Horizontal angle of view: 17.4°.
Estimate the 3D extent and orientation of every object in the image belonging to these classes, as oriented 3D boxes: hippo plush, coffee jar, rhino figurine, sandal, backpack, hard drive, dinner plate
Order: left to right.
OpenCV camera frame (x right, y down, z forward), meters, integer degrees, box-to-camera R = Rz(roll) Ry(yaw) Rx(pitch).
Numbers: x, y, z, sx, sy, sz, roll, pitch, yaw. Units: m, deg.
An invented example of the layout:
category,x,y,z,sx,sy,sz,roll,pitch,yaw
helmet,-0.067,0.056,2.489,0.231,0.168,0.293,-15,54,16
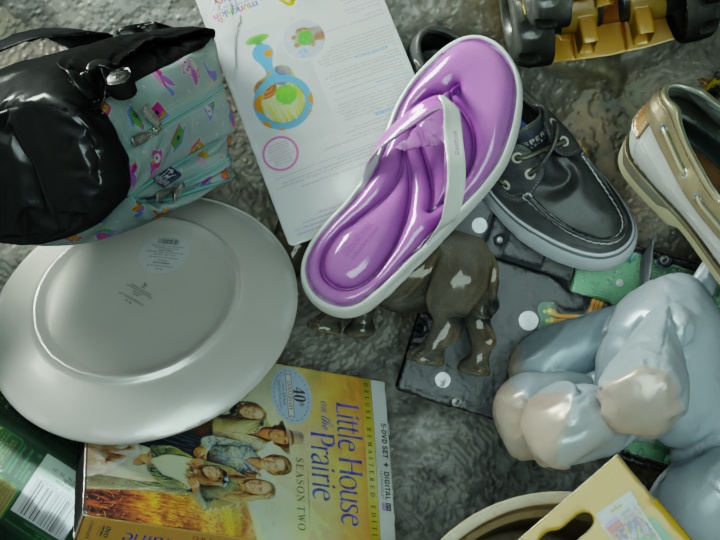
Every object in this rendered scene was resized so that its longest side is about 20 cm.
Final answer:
category,x,y,z,sx,sy,sz,roll,pitch,yaw
coffee jar,-0.253,0.106,1.489,0.200,0.104,0.085,34,91,-1
backpack,-0.165,-0.085,1.456,0.167,0.200,0.127,2,108,30
dinner plate,-0.139,0.022,1.475,0.200,0.024,0.200,-5,49,6
rhino figurine,0.000,0.000,1.509,0.200,0.060,0.087,17,94,23
sandal,0.036,-0.059,1.452,0.082,0.050,0.203,29,81,16
hard drive,0.137,0.042,1.543,0.200,0.038,0.140,16,88,-2
hippo plush,0.189,0.097,1.477,0.161,0.159,0.200,54,44,-18

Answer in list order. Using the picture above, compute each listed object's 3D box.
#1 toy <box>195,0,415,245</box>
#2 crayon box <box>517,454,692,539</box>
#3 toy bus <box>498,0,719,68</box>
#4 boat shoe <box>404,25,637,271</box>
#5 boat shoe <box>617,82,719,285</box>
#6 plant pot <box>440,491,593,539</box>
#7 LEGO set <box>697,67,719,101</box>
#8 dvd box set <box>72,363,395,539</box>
category,x,y,z,sx,sy,sz,roll,pitch,yaw
toy,-0.025,-0.120,1.523,0.115,0.047,0.200,-20,78,-4
crayon box,0.162,0.219,1.350,0.126,0.052,0.200,-40,92,-3
toy bus,0.152,-0.238,1.476,0.136,0.200,0.192,-8,82,-4
boat shoe,0.102,-0.083,1.506,0.070,0.066,0.200,-36,74,-17
boat shoe,0.239,-0.033,1.413,0.200,0.068,0.075,41,56,18
plant pot,0.111,0.233,1.465,0.200,0.183,0.200,0,88,-3
LEGO set,0.289,-0.066,1.496,0.200,0.154,0.116,42,70,-8
dvd box set,-0.078,0.117,1.473,0.200,0.029,0.146,11,47,-15
